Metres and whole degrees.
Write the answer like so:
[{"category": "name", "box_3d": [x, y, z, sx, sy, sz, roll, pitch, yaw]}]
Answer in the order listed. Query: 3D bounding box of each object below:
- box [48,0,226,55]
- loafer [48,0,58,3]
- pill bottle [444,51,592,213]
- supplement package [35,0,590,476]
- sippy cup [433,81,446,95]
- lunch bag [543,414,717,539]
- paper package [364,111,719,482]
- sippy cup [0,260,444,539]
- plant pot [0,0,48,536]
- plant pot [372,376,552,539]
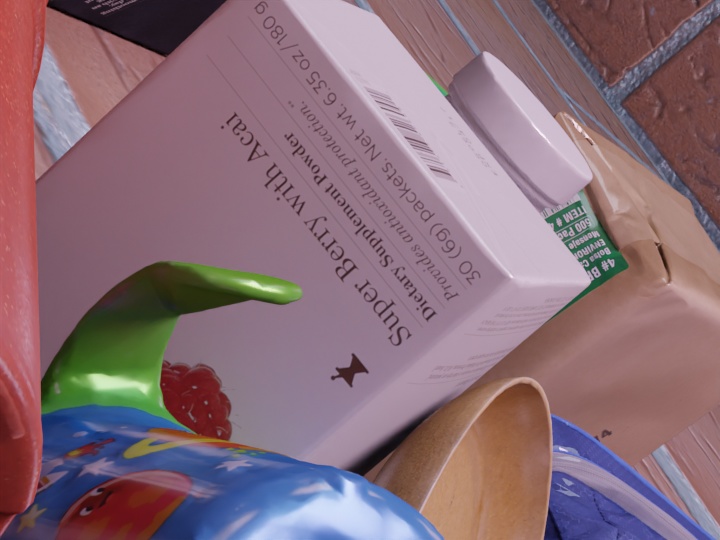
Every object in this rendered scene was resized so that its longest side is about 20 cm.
[{"category": "box", "box_3d": [-0.131, -0.250, 1.215, 0.200, 0.117, 0.197, 15, 57, -68]}, {"category": "loafer", "box_3d": [-0.201, -0.226, 1.094, 0.200, 0.073, 0.071, 51, 36, 7]}, {"category": "pill bottle", "box_3d": [0.000, 0.000, 0.881, 0.111, 0.200, 0.111, 45, 14, -15]}, {"category": "supplement package", "box_3d": [-0.048, 0.022, 0.663, 0.121, 0.200, 0.120, 51, 13, 11]}, {"category": "sippy cup", "box_3d": [0.009, -0.024, 1.096, 0.178, 0.130, 0.140, 35, 17, -44]}, {"category": "lunch bag", "box_3d": [0.085, 0.157, 0.864, 0.200, 0.136, 0.132, 41, 15, -27]}, {"category": "paper package", "box_3d": [0.077, 0.043, 1.005, 0.190, 0.200, 0.104, 23, 34, -60]}, {"category": "sippy cup", "box_3d": [-0.042, 0.097, 0.511, 0.130, 0.139, 0.178, -7, -68, 54]}, {"category": "plant pot", "box_3d": [-0.159, -0.022, 0.495, 0.201, 0.200, 0.196, 37, 26, -41]}, {"category": "plant pot", "box_3d": [0.015, 0.127, 0.678, 0.027, 0.201, 0.200, 16, 3, 19]}]
